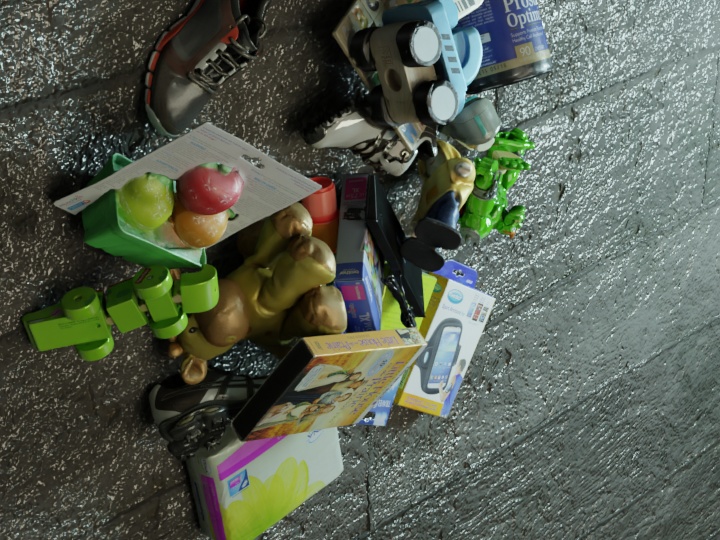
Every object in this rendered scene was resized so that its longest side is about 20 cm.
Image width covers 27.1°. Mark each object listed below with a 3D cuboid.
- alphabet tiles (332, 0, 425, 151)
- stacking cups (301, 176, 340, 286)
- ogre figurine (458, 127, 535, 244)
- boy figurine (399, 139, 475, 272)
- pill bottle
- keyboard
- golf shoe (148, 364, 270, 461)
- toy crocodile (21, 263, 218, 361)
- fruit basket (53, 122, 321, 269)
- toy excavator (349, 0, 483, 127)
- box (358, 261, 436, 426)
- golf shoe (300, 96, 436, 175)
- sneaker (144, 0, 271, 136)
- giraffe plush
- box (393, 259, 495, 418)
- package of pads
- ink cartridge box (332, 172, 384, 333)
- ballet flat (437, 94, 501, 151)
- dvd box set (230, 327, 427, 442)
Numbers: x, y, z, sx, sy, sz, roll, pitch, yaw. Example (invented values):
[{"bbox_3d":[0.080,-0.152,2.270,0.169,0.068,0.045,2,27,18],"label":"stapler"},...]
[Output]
[{"bbox_3d":[0.051,-0.260,1.694,0.168,0.008,0.201,54,44,-28],"label":"alphabet tiles"},{"bbox_3d":[-0.042,-0.009,1.743,0.060,0.060,0.201,-31,128,-36],"label":"stacking cups"},{"bbox_3d":[0.169,-0.107,1.906,0.097,0.200,0.121,14,114,-8],"label":"ogre figurine"},{"bbox_3d":[0.097,-0.092,1.784,0.125,0.064,0.201,-53,-163,39],"label":"boy figurine"},{"bbox_3d":[0.146,-0.313,1.732,0.111,0.111,0.201,-22,98,-41],"label":"pill bottle"},{"bbox_3d":[0.040,-0.007,1.736,0.200,0.020,0.128,61,21,-49],"label":"keyboard"},{"bbox_3d":[-0.142,0.136,1.663,0.199,0.095,0.078,-13,142,-39],"label":"golf shoe"},{"bbox_3d":[-0.237,0.036,1.486,0.199,0.062,0.068,-16,126,4],"label":"toy crocodile"},{"bbox_3d":[-0.169,-0.078,1.472,0.199,0.094,0.185,-30,148,25],"label":"fruit basket"},{"bbox_3d":[0.090,-0.269,1.625,0.199,0.100,0.196,-29,110,-36],"label":"toy excavator"},{"bbox_3d":[0.020,0.091,1.860,0.122,0.047,0.201,12,98,-59],"label":"box"},{"bbox_3d":[0.021,-0.152,1.701,0.199,0.078,0.095,-18,93,-41],"label":"golf shoe"},{"bbox_3d":[-0.146,-0.223,1.502,0.077,0.082,0.201,31,83,-51],"label":"sneaker"},{"bbox_3d":[-0.133,0.035,1.613,0.161,0.173,0.200,-13,152,-33],"label":"giraffe plush"},{"bbox_3d":[0.107,0.090,1.976,0.119,0.041,0.201,20,94,-51],"label":"box"},{"bbox_3d":[-0.110,0.221,1.767,0.200,0.068,0.155,-33,130,-34],"label":"package of pads"},{"bbox_3d":[0.000,0.000,1.715,0.120,0.042,0.201,76,16,-46],"label":"ink cartridge box"},{"bbox_3d":[0.131,-0.170,1.782,0.067,0.200,0.064,-33,94,3],"label":"ballet flat"},{"bbox_3d":[-0.032,0.124,1.642,0.199,0.029,0.146,-2,139,-52],"label":"dvd box set"}]
